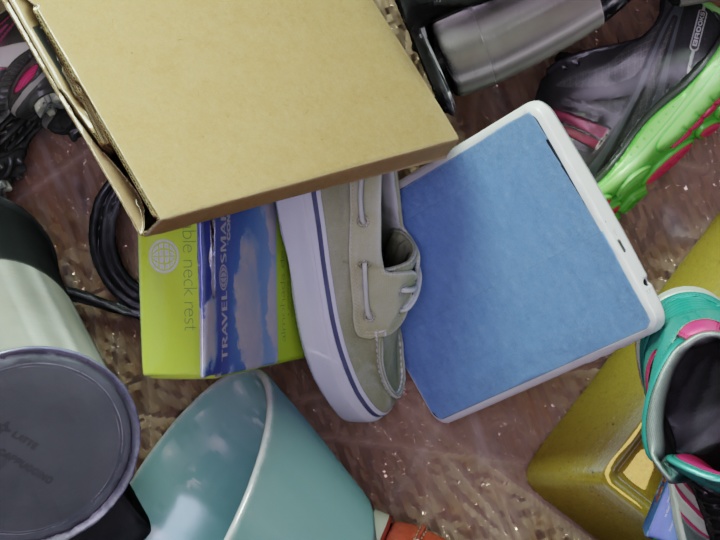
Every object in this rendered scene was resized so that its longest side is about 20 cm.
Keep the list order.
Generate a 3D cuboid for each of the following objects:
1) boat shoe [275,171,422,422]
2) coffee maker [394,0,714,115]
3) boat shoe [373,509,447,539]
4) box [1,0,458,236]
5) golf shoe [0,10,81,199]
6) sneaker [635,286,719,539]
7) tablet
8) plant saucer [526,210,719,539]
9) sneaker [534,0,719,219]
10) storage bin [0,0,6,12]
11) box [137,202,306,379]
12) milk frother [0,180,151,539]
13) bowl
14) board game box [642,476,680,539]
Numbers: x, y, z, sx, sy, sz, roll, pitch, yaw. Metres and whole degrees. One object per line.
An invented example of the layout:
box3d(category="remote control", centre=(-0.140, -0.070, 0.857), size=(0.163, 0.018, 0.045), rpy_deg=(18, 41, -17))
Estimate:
box3d(category="boat shoe", centre=(0.000, 0.000, 1.245), size=(0.062, 0.072, 0.200), rpy_deg=(-1, 128, 17))
box3d(category="coffee maker", centre=(0.100, -0.197, 1.197), size=(0.199, 0.192, 0.135), rpy_deg=(-22, 47, 2))
box3d(category="boat shoe", centre=(-0.002, 0.232, 1.297), size=(0.062, 0.071, 0.201), rpy_deg=(23, 89, -1))
box3d(category="box", centre=(-0.064, -0.105, 1.142), size=(0.164, 0.200, 0.021), rpy_deg=(59, 135, 15))
box3d(category="golf shoe", centre=(-0.215, -0.088, 1.301), size=(0.200, 0.077, 0.088), rpy_deg=(-34, 66, 5))
box3d(category="sneaker", centre=(0.191, 0.106, 1.170), size=(0.083, 0.121, 0.201), rpy_deg=(-21, 91, 5))
box3d(category="tablet", centre=(0.068, 0.000, 1.237), size=(0.014, 0.200, 0.130), rpy_deg=(-29, 90, -37))
box3d(category="plant saucer", centre=(0.225, 0.098, 1.288), size=(0.200, 0.048, 0.200), rpy_deg=(37, 94, 1))
box3d(category="sneaker", centre=(0.123, -0.074, 1.282), size=(0.200, 0.077, 0.084), rpy_deg=(-40, 72, 1))
box3d(category="storage bin", centre=(-0.175, -0.255, 1.219), size=(0.200, 0.094, 0.199), rpy_deg=(-36, 91, -36))
box3d(category="box", centre=(-0.065, -0.010, 1.220), size=(0.048, 0.200, 0.122), rpy_deg=(-2, 92, 18))
box3d(category="milk frother", centre=(-0.146, 0.031, 1.232), size=(0.180, 0.188, 0.200), rpy_deg=(34, 100, -32))
box3d(category="bowl", centre=(-0.063, 0.162, 1.249), size=(0.105, 0.201, 0.201), rpy_deg=(31, 94, -18))
box3d(category="board game box", centre=(0.248, 0.071, 1.243), size=(0.135, 0.034, 0.201), rpy_deg=(22, 94, 2))
